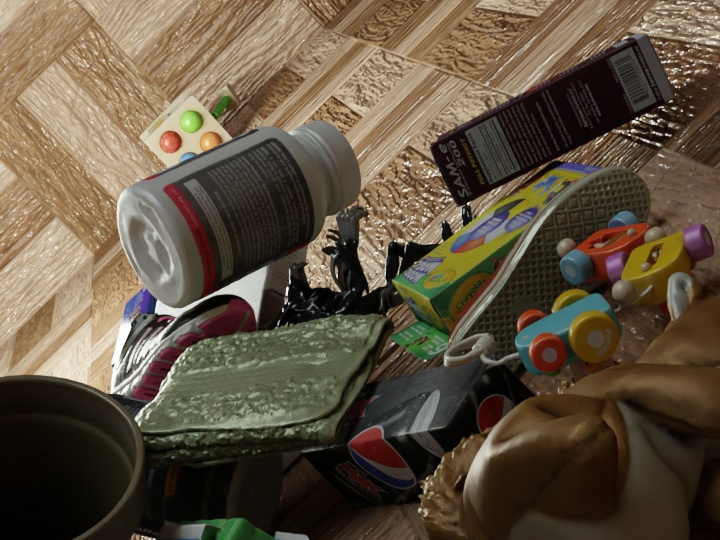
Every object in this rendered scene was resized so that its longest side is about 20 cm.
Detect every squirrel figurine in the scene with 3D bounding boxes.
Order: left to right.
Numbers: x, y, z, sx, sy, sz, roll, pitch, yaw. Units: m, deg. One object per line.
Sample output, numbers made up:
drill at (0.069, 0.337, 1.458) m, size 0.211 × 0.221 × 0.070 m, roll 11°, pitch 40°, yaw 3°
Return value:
squirrel figurine at (0.132, 0.086, 0.788) m, size 0.187 × 0.142 × 0.199 m, roll -46°, pitch 16°, yaw -34°

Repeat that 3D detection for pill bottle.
pill bottle at (-0.170, 0.161, 1.252) m, size 0.197 × 0.107 × 0.107 m, roll 10°, pitch 41°, yaw 20°
pill bottle at (-0.099, -0.056, 1.321) m, size 0.199 × 0.112 × 0.110 m, roll -28°, pitch 5°, yaw -31°

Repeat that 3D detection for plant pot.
plant pot at (-0.249, 0.205, 1.127) m, size 0.197 × 0.175 × 0.201 m, roll 0°, pitch 36°, yaw 0°

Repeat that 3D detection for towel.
towel at (-0.078, 0.089, 1.169) m, size 0.198 × 0.037 × 0.149 m, roll -11°, pitch 28°, yaw 28°

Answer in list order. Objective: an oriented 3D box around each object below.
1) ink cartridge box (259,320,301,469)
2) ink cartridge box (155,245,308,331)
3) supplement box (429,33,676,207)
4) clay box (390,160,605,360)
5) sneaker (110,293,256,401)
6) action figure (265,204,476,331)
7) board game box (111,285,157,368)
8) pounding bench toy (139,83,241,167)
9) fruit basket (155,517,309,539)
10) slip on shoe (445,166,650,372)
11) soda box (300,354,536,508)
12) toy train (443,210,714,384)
ink cartridge box at (-0.120, 0.147, 1.386) m, size 0.200 × 0.084 × 0.146 m, roll -44°, pitch 14°, yaw -1°
ink cartridge box at (-0.130, 0.054, 1.430) m, size 0.199 × 0.043 × 0.176 m, roll -28°, pitch 44°, yaw 44°
supplement box at (0.160, -0.128, 1.298) m, size 0.198 × 0.061 × 0.109 m, roll -26°, pitch 5°, yaw 10°
clay box at (0.106, -0.010, 1.220) m, size 0.199 × 0.048 × 0.115 m, roll -35°, pitch 13°, yaw -8°
sneaker at (-0.162, 0.064, 1.351) m, size 0.200 × 0.073 × 0.088 m, roll -41°, pitch 41°, yaw 38°
action figure at (0.000, 0.000, 1.311) m, size 0.198 × 0.103 × 0.119 m, roll -19°, pitch -1°, yaw -19°
board game box at (-0.190, 0.097, 1.610) m, size 0.045 × 0.135 × 0.200 m, roll -41°, pitch 15°, yaw 8°
pounding bench toy at (-0.302, -0.274, 2.934) m, size 0.200 × 0.124 × 0.156 m, roll -45°, pitch 15°, yaw -4°
fruit basket at (-0.128, 0.268, 1.069) m, size 0.185 × 0.094 × 0.201 m, roll -16°, pitch 37°, yaw 57°
slip on shoe at (0.133, 0.002, 1.135) m, size 0.200 × 0.074 × 0.061 m, roll -49°, pitch 12°, yaw 1°
soda box at (0.041, 0.116, 1.081) m, size 0.071 × 0.063 × 0.199 m, roll -52°, pitch 16°, yaw -29°
toy train at (0.153, 0.026, 1.009) m, size 0.199 × 0.056 × 0.149 m, roll -37°, pitch 15°, yaw -35°
